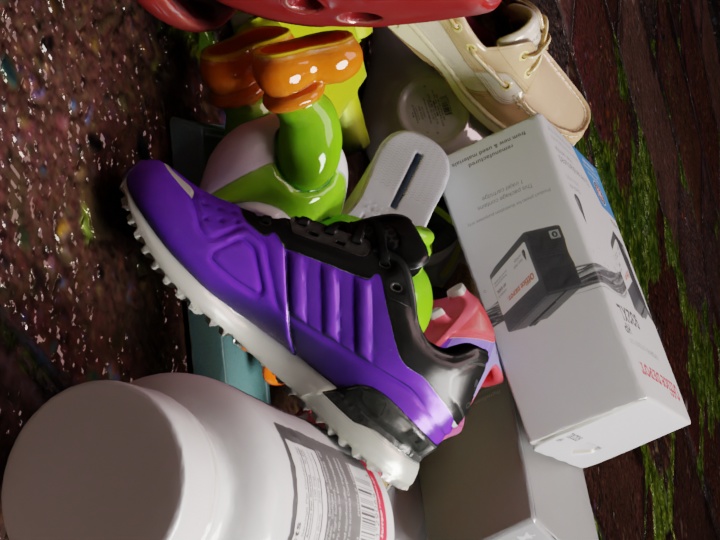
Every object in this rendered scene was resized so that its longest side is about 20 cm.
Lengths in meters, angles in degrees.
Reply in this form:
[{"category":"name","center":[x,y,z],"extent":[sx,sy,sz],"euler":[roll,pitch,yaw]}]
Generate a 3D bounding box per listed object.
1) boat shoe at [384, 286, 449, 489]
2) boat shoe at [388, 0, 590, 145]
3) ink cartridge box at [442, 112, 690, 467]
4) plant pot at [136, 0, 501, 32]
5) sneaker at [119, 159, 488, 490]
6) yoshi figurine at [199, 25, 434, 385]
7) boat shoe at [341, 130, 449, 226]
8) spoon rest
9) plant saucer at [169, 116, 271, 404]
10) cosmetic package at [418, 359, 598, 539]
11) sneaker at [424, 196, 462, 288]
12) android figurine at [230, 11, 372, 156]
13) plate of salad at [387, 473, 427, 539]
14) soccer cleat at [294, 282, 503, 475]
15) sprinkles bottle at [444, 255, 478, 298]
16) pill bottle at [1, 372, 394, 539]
[{"category":"boat shoe","center":[0.020,0.084,0.983],"extent":[0.200,0.071,0.077],"euler":[-49,143,-51]},{"category":"boat shoe","center":[0.092,-0.153,1.013],"extent":[0.200,0.069,0.074],"euler":[36,49,-24]},{"category":"ink cartridge box","center":[0.136,0.017,0.996],"extent":[0.145,0.083,0.201],"euler":[28,42,-64]},{"category":"plant pot","center":[-0.030,-0.214,0.737],"extent":[0.200,0.181,0.202],"euler":[-6,90,-69]},{"category":"sneaker","center":[-0.020,0.002,0.717],"extent":[0.200,0.100,0.070],"euler":[43,3,-2]},{"category":"yoshi figurine","center":[-0.014,-0.029,0.800],"extent":[0.112,0.111,0.201],"euler":[-64,146,-67]},{"category":"boat shoe","center":[0.000,0.000,0.922],"extent":[0.200,0.072,0.071],"euler":[-54,172,-39]},{"category":"spoon rest","center":[0.038,-0.148,1.063],"extent":[0.061,0.099,0.201],"euler":[108,-31,-78]},{"category":"plant saucer","center":[-0.071,0.019,0.803],"extent":[0.070,0.019,0.202],"euler":[-2,86,-71]},{"category":"cosmetic package","center":[0.096,0.130,1.023],"extent":[0.107,0.090,0.201],"euler":[46,28,-35]},{"category":"sneaker","center":[0.050,-0.065,1.109],"extent":[0.077,0.075,0.201],"euler":[94,10,-45]},{"category":"android figurine","center":[-0.036,-0.151,0.915],"extent":[0.182,0.041,0.201],"euler":[-60,142,-58]},{"category":"plate of salad","center":[0.050,0.221,1.036],"extent":[0.200,0.048,0.201],"euler":[35,49,-54]},{"category":"soccer cleat","center":[0.023,0.084,0.863],"extent":[0.200,0.066,0.077],"euler":[-46,113,-45]},{"category":"sprinkles bottle","center":[0.113,-0.049,1.167],"extent":[0.068,0.068,0.201],"euler":[0,104,-70]},{"category":"pill bottle","center":[-0.067,0.106,0.654],"extent":[0.200,0.110,0.112],"euler":[37,50,-64]}]
